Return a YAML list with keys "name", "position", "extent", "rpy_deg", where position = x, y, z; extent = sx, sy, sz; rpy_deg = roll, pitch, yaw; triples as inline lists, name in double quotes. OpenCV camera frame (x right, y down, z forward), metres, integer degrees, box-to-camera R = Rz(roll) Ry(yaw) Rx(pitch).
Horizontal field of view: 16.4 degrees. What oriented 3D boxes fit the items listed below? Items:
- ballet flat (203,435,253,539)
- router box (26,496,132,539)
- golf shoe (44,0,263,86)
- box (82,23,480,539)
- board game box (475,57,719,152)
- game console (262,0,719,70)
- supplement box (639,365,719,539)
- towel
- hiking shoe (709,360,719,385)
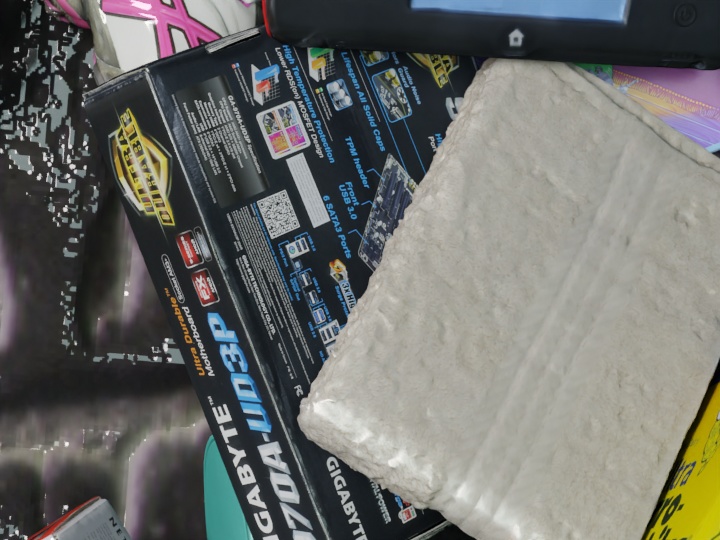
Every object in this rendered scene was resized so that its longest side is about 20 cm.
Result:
- name: "ballet flat"
  position: [-0.020, 0.156, 0.985]
  extent: [0.072, 0.068, 0.202]
  rpy_deg: [-5, 91, -21]
- name: "router box"
  position: [-0.122, 0.216, 0.955]
  extent: [0.179, 0.049, 0.201]
  rpy_deg: [-31, 91, 22]
- name: "golf shoe"
  position: [-0.066, -0.091, 0.971]
  extent: [0.092, 0.073, 0.201]
  rpy_deg: [-30, 91, -2]
- name: "box"
  position: [0.000, 0.000, 0.939]
  extent: [0.158, 0.046, 0.201]
  rpy_deg: [-25, 95, -41]
- name: "board game box"
  position: [0.136, -0.130, 0.989]
  extent: [0.199, 0.039, 0.159]
  rpy_deg: [-21, 91, -1]
- name: "game console"
  position: [0.065, -0.165, 0.911]
  extent: [0.199, 0.031, 0.178]
  rpy_deg: [2, 102, -21]
- name: "supplement box"
  position: [0.145, 0.125, 0.875]
  extent: [0.109, 0.109, 0.201]
  rpy_deg: [33, 76, -3]
- name: "towel"
  position: [0.068, 0.015, 0.918]
  extent: [0.132, 0.034, 0.201]
  rpy_deg: [33, 57, -5]
- name: "hiking shoe"
  position: [0.100, 0.103, 0.974]
  extent: [0.074, 0.087, 0.200]
  rpy_deg: [42, 73, -3]
